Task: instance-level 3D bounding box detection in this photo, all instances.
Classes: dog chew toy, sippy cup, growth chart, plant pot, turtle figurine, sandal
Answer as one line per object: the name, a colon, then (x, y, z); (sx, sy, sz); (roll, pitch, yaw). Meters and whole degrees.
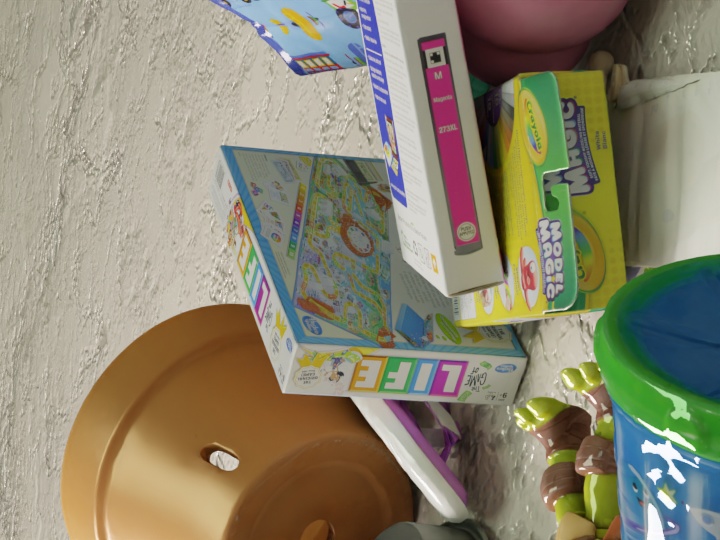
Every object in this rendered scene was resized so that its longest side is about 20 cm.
dog chew toy: (0.087, -0.164, 1.140); (0.200, 0.124, 0.125); (100, 164, -54)
sippy cup: (0.150, 0.079, 0.849); (0.178, 0.139, 0.131); (-59, -26, -60)
growth chart: (0.145, -0.030, 1.093); (0.200, 0.018, 0.145); (-163, 77, -69)
plant pot: (-0.061, 0.135, 1.405); (0.140, 0.200, 0.201); (28, 113, 50)
turtle figurine: (0.111, 0.128, 1.089); (0.200, 0.064, 0.162); (114, 161, -62)
sandal: (0.027, 0.075, 1.341); (0.050, 0.082, 0.203); (-39, 27, 1)

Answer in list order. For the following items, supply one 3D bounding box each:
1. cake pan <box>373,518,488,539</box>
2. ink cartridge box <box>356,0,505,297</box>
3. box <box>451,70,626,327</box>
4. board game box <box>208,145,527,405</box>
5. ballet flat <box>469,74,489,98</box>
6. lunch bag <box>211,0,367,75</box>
cake pan: (0.012, 0.227, 1.292); (0.200, 0.037, 0.200); (-58, 17, 30)
ink cartridge box: (0.028, -0.093, 1.147); (0.095, 0.037, 0.200); (-136, 32, -73)
box: (0.085, -0.034, 1.156); (0.200, 0.048, 0.118); (165, 99, -80)
board game box: (0.000, 0.000, 1.314); (0.200, 0.134, 0.034); (-113, 33, -52)
ballet flat: (0.040, -0.165, 1.360); (0.070, 0.067, 0.200); (-39, 46, 31)
lunch bag: (0.022, -0.220, 1.306); (0.150, 0.094, 0.200); (-3, 56, 50)
